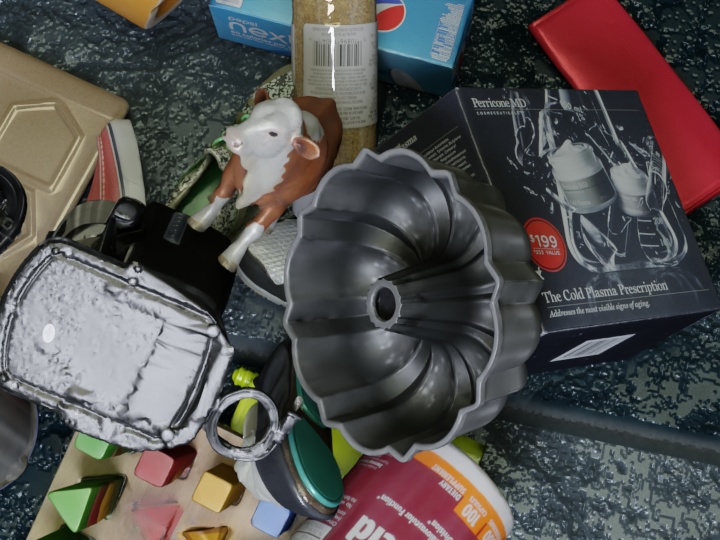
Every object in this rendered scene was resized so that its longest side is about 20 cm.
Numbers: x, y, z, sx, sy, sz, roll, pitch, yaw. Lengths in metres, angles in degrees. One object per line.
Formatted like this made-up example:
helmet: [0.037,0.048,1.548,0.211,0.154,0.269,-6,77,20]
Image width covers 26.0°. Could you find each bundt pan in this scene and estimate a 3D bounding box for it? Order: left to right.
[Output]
bundt pan: [0.041,0.020,1.019,0.076,0.202,0.202,-3,69,-43]

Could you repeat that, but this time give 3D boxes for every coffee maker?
coffee maker: [-0.141,0.042,1.051,0.135,0.200,0.192,-42,100,8]

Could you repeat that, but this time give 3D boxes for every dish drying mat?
dish drying mat: [0.221,-0.136,1.242,0.077,0.018,0.200,-33,76,-8]

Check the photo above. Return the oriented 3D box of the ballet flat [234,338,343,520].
ballet flat: [-0.051,0.118,1.064,0.073,0.200,0.073,-1,118,-2]

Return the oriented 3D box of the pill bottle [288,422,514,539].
pill bottle: [0.002,0.209,1.049,0.114,0.114,0.200,38,69,11]

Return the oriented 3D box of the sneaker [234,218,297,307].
sneaker: [0.000,0.000,1.169,0.199,0.088,0.076,17,76,3]

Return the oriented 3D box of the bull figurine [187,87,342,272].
bull figurine: [-0.060,-0.070,1.058,0.065,0.200,0.121,41,106,2]

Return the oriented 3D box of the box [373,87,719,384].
box: [0.134,-0.028,1.119,0.200,0.104,0.183,-5,69,-42]

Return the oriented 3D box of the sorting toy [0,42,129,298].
sorting toy: [-0.305,-0.086,1.234,0.185,0.036,0.200,25,72,7]

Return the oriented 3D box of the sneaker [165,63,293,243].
sneaker: [-0.091,-0.081,1.196,0.077,0.089,0.200,32,78,9]

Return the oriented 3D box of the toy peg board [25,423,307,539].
toy peg board: [-0.144,0.204,1.091,0.199,0.098,0.201,25,92,8]

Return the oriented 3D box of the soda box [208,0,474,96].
soda box: [-0.014,-0.200,1.238,0.199,0.068,0.064,16,76,5]

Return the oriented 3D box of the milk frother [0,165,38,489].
milk frother: [-0.289,0.047,1.114,0.200,0.188,0.181,-36,78,-9]

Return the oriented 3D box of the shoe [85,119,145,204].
shoe: [-0.206,-0.016,1.185,0.091,0.071,0.201,-5,81,-9]

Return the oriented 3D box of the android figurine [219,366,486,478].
android figurine: [-0.014,0.134,1.161,0.199,0.041,0.183,20,76,6]

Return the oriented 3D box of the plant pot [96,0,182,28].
plant pot: [-0.194,-0.296,1.215,0.183,0.200,0.200,42,79,-4]

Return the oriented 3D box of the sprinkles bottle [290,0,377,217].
sprinkles bottle: [-0.019,-0.138,1.174,0.068,0.068,0.201,1,106,1]
